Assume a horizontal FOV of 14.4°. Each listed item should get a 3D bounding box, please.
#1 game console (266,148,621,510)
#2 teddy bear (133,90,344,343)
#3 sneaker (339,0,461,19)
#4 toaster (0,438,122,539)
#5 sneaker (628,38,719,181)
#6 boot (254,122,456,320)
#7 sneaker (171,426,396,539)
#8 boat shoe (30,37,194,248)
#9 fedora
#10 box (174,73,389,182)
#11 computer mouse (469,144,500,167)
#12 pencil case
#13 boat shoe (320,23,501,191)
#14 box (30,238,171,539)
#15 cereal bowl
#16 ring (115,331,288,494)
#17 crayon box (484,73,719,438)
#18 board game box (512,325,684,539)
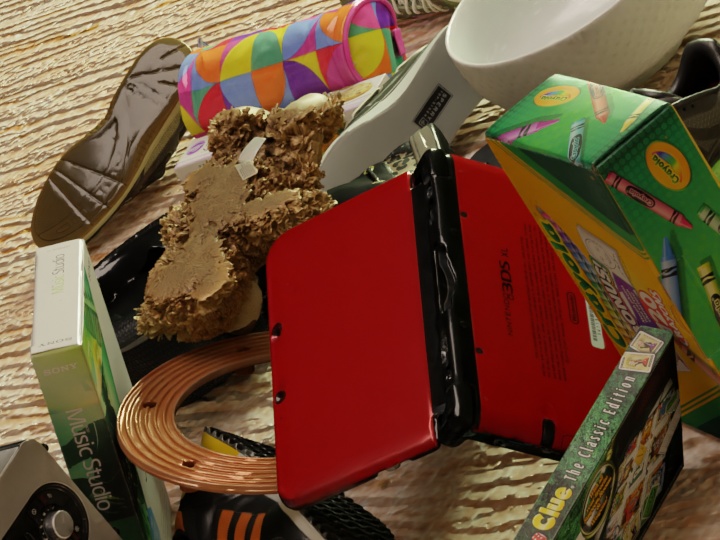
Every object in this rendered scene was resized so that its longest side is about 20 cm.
[{"bbox_3d":[0.050,0.045,1.607,0.119,0.172,0.201,-54,30,42],"label":"game console"},{"bbox_3d":[-0.070,-0.032,1.770,0.145,0.067,0.200,-18,40,21],"label":"teddy bear"},{"bbox_3d":[0.061,-0.233,2.197,0.200,0.067,0.090,-20,23,25],"label":"sneaker"},{"bbox_3d":[-0.225,0.203,1.648,0.199,0.181,0.119,-14,33,38],"label":"toaster"},{"bbox_3d":[0.177,-0.064,1.719,0.077,0.084,0.200,-11,34,44],"label":"sneaker"},{"bbox_3d":[0.001,0.001,1.772,0.153,0.074,0.204,-25,30,12],"label":"boot"},{"bbox_3d":[-0.048,0.165,1.647,0.200,0.070,0.090,34,102,56],"label":"sneaker"},{"bbox_3d":[-0.185,-0.090,2.276,0.073,0.065,0.200,38,91,30],"label":"boat shoe"},{"bbox_3d":[-0.124,0.032,1.931,0.200,0.092,0.201,-35,19,14],"label":"fedora"},{"bbox_3d":[-0.052,-0.097,2.139,0.200,0.039,0.041,-16,30,38],"label":"box"},{"bbox_3d":[0.114,-0.050,1.823,0.140,0.046,0.200,-24,26,27],"label":"computer mouse"},{"bbox_3d":[-0.053,-0.153,2.189,0.200,0.089,0.088,-11,34,43],"label":"pencil case"},{"bbox_3d":[0.026,-0.093,2.002,0.200,0.071,0.064,-49,11,-23],"label":"boat shoe"},{"bbox_3d":[-0.156,0.099,1.725,0.036,0.201,0.144,-16,27,3],"label":"box"},{"bbox_3d":[0.160,-0.173,1.942,0.200,0.083,0.200,-29,25,15],"label":"cereal bowl"},{"bbox_3d":[-0.044,0.085,1.662,0.199,0.019,0.201,-4,24,2],"label":"ring"},{"bbox_3d":[0.159,-0.003,1.490,0.058,0.200,0.119,-40,24,-13],"label":"crayon box"},{"bbox_3d":[0.113,0.132,1.430,0.023,0.105,0.200,17,50,23],"label":"board game box"}]
